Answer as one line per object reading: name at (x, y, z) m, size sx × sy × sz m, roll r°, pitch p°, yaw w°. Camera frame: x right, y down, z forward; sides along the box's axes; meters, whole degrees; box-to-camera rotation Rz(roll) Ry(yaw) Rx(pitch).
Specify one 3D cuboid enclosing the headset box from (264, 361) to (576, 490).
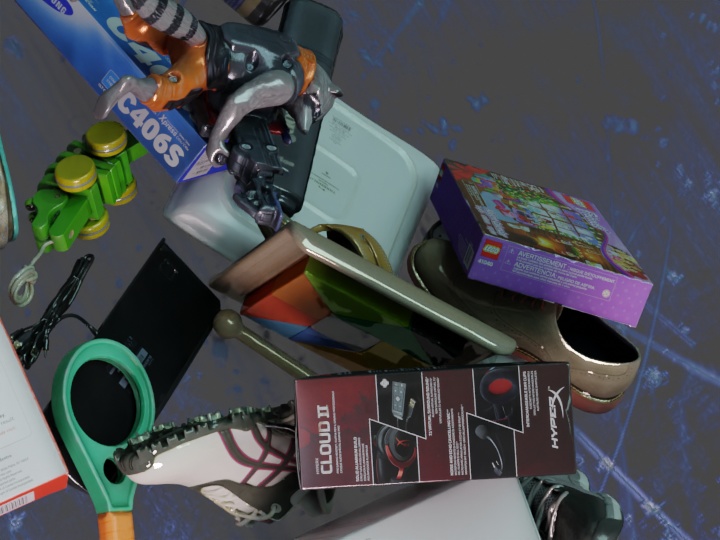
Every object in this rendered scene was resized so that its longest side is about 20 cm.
headset box at (0.036, 0.103, 1.196) m, size 0.198 × 0.149 × 0.076 m, roll -4°, pitch 87°, yaw 0°

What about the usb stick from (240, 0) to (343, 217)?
usb stick at (-0.053, -0.132, 1.419) m, size 0.055 × 0.033 × 0.201 m, roll 25°, pitch 56°, yaw -21°

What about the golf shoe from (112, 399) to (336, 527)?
golf shoe at (-0.084, 0.140, 1.259) m, size 0.199 × 0.077 × 0.089 m, roll -3°, pitch 82°, yaw -46°

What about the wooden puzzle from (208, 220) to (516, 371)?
wooden puzzle at (-0.006, 0.036, 1.300) m, size 0.184 × 0.200 × 0.037 m, roll 28°, pitch 71°, yaw -15°

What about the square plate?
square plate at (-0.037, -0.068, 1.436) m, size 0.199 × 0.028 × 0.199 m, roll 33°, pitch 54°, yaw -15°

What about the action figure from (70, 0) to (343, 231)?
action figure at (-0.094, -0.129, 1.247) m, size 0.192 × 0.105 × 0.201 m, roll 9°, pitch 38°, yaw -35°

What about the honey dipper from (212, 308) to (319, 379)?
honey dipper at (-0.029, 0.091, 1.358) m, size 0.199 × 0.038 × 0.038 m, roll 33°, pitch 54°, yaw -12°

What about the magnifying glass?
magnifying glass at (-0.171, 0.146, 1.232) m, size 0.079 × 0.022 × 0.202 m, roll 6°, pitch 73°, yaw -45°

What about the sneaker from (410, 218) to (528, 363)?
sneaker at (0.084, 0.033, 1.444) m, size 0.115 × 0.076 × 0.201 m, roll 24°, pitch 48°, yaw -9°

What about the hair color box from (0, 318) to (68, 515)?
hair color box at (-0.278, 0.068, 1.179) m, size 0.101 × 0.061 × 0.201 m, roll -23°, pitch 80°, yaw -15°

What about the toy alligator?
toy alligator at (-0.217, -0.051, 1.302) m, size 0.054 × 0.060 × 0.200 m, roll 16°, pitch 49°, yaw 23°

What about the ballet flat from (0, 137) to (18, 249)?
ballet flat at (-0.291, -0.109, 1.277) m, size 0.067 × 0.068 × 0.201 m, roll -4°, pitch 68°, yaw -21°

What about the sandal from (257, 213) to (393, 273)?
sandal at (0.000, 0.000, 1.357) m, size 0.199 × 0.080 × 0.054 m, roll 34°, pitch 82°, yaw -25°

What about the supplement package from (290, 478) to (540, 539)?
supplement package at (0.023, 0.226, 1.262) m, size 0.199 × 0.117 × 0.118 m, roll -19°, pitch 87°, yaw -37°

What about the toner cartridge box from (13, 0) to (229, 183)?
toner cartridge box at (-0.168, -0.158, 1.348) m, size 0.200 × 0.043 × 0.095 m, roll 48°, pitch 25°, yaw 9°

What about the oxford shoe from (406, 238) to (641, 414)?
oxford shoe at (0.129, 0.027, 1.371) m, size 0.199 × 0.075 × 0.071 m, roll 32°, pitch 54°, yaw 3°

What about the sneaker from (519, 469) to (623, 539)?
sneaker at (0.122, 0.174, 1.338) m, size 0.115 × 0.200 × 0.075 m, roll 28°, pitch 91°, yaw -6°

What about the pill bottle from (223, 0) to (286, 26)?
pill bottle at (-0.124, -0.301, 1.444) m, size 0.200 × 0.112 × 0.112 m, roll 40°, pitch 52°, yaw -9°

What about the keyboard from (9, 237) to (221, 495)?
keyboard at (-0.184, 0.055, 1.281) m, size 0.127 × 0.021 × 0.201 m, roll 49°, pitch 49°, yaw -22°

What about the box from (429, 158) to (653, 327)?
box at (0.135, -0.025, 1.386) m, size 0.136 × 0.039 × 0.200 m, roll 16°, pitch 17°, yaw -12°
